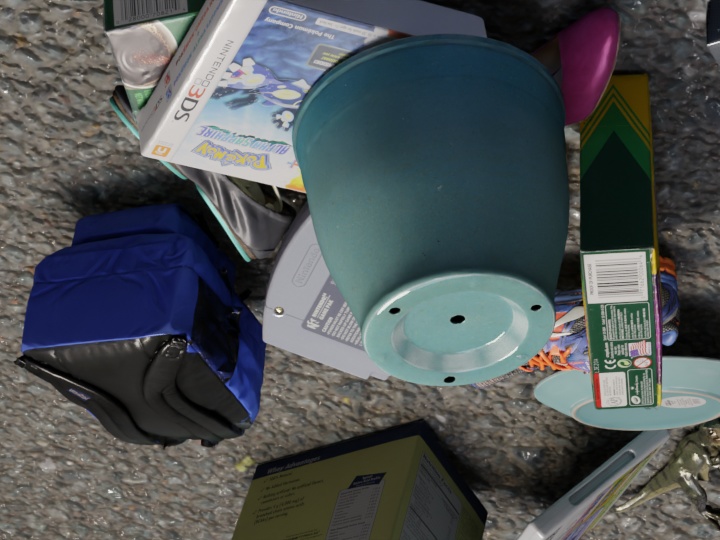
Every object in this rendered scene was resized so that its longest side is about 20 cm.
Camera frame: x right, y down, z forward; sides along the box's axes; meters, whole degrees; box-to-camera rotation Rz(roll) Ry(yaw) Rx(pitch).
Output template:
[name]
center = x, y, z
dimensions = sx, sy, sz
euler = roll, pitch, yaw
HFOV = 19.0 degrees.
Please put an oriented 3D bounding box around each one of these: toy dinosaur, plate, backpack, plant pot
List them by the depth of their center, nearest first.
[plant pot]
center = 0.059, -0.029, 1.510
dimensions = 0.200, 0.188, 0.200
euler = -5, 144, -3
[backpack]
center = -0.161, 0.051, 1.799
dimensions = 0.162, 0.168, 0.200
euler = -2, 147, 24
[plate]
center = 0.251, 0.112, 1.877
dimensions = 0.200, 0.026, 0.200
euler = 0, 161, 0
[toy dinosaur]
center = 0.319, 0.194, 2.011
dimensions = 0.088, 0.047, 0.200
euler = 29, 140, -5

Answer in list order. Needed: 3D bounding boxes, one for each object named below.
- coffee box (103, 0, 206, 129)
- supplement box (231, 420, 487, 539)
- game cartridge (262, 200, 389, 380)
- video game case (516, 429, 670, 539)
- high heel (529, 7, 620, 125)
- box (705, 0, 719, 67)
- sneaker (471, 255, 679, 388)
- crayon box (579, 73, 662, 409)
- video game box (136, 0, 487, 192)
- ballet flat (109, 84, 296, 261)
[coffee box]
center = -0.078, -0.166, 1.575
dimensions = 0.200, 0.044, 0.123
euler = -10, 140, 3
[supplement box]
center = -0.010, 0.275, 2.022
dimensions = 0.200, 0.200, 0.134
euler = -17, 123, 28
[game cartridge]
center = 0.000, 0.000, 1.738
dimensions = 0.133, 0.042, 0.200
euler = 24, 131, -8
[video game case]
center = 0.188, 0.236, 1.993
dimensions = 0.022, 0.182, 0.200
euler = 47, 146, 14
[high heel]
center = 0.116, -0.140, 1.592
dimensions = 0.096, 0.067, 0.200
euler = 10, 156, -19
[box]
center = 0.369, -0.155, 1.542
dimensions = 0.200, 0.051, 0.158
euler = -15, 138, 28
[sneaker]
center = 0.174, 0.054, 1.783
dimensions = 0.200, 0.079, 0.075
euler = -25, 150, 16
[crayon box]
center = 0.198, -0.021, 1.643
dimensions = 0.058, 0.173, 0.200
euler = -3, 141, 7
[video game box]
center = -0.037, -0.132, 1.553
dimensions = 0.200, 0.047, 0.182
euler = 12, 141, -24
[ballet flat]
center = -0.116, -0.090, 1.701
dimensions = 0.073, 0.073, 0.200
euler = -18, 130, 29
